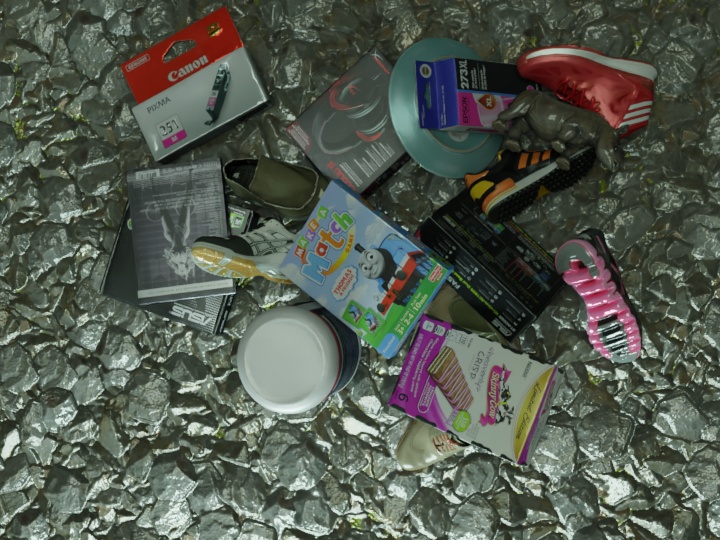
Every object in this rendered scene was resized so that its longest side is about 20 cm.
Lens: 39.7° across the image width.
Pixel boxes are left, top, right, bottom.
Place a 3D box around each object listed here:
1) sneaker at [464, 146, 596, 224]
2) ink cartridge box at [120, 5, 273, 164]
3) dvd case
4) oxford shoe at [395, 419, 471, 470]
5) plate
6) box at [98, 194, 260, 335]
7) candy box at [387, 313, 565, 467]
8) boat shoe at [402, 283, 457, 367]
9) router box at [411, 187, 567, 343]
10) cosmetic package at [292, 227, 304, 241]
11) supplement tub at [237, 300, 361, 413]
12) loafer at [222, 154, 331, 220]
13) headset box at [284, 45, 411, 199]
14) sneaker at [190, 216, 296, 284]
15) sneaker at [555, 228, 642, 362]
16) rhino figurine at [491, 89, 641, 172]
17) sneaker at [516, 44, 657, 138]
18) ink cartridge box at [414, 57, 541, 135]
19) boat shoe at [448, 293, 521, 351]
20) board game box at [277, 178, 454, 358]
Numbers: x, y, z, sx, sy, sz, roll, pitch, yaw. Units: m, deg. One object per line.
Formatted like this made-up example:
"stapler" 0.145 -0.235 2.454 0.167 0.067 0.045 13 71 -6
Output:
"sneaker" 0.237 -0.148 1.390 0.199 0.070 0.090 -30 62 -15
"ink cartridge box" -0.255 -0.284 1.507 0.198 0.044 0.175 -27 85 8
"dvd case" -0.265 -0.058 1.468 0.147 0.016 0.203 -7 86 8
"oxford shoe" 0.120 0.226 1.393 0.200 0.075 0.071 -41 93 24
"plate" 0.128 -0.229 1.390 0.198 0.025 0.203 5 81 -30
"box" -0.272 -0.025 1.499 0.198 0.048 0.195 19 89 10
"candy box" 0.151 0.156 1.316 0.198 0.061 0.138 20 87 28
"boat shoe" 0.108 0.099 1.420 0.072 0.065 0.202 26 92 9
"router box" 0.179 -0.014 1.367 0.200 0.150 0.062 44 127 8
"cosmetic package" 0.000 0.000 1.423 0.082 0.051 0.200 -42 92 -17
"supplement tub" -0.078 0.114 1.379 0.139 0.200 0.142 0 91 13
"loafer" -0.125 -0.121 1.423 0.198 0.069 0.076 10 77 40
"headset box" -0.001 -0.198 1.444 0.200 0.075 0.149 -41 84 6
"sneaker" -0.152 -0.035 1.434 0.198 0.075 0.089 9 73 -33
"sneaker" 0.343 0.030 1.379 0.078 0.095 0.202 -15 109 36
"rhino figurine" 0.282 -0.185 1.336 0.198 0.060 0.088 24 64 19
"sneaker" 0.311 -0.237 1.372 0.197 0.078 0.117 6 79 -1
"ink cartridge box" 0.167 -0.241 1.381 0.198 0.037 0.096 -2 85 -28
"boat shoe" 0.196 0.106 1.398 0.074 0.068 0.201 -14 110 39
"board game box" 0.005 -0.003 1.341 0.199 0.037 0.152 38 110 13
